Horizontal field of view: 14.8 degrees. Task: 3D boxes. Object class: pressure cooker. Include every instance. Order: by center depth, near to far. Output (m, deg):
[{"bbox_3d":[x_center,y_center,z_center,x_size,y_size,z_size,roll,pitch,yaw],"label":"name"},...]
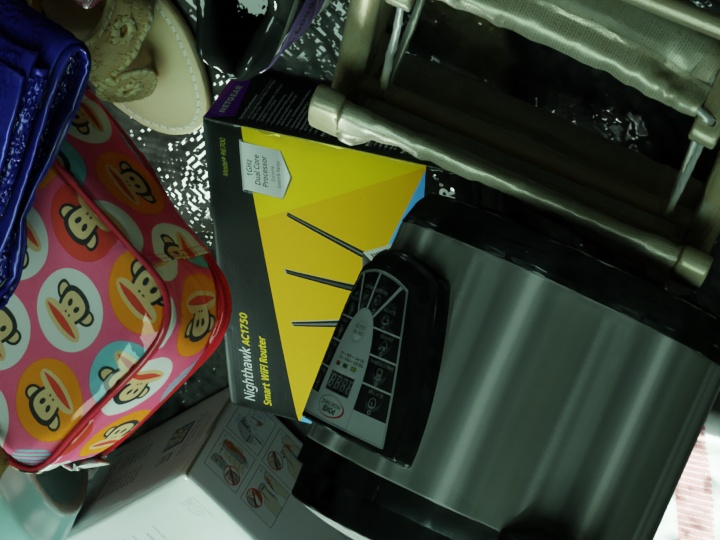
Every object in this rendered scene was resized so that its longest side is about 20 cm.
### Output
[{"bbox_3d":[0.065,0.084,1.297,0.178,0.201,0.176,24,179,21],"label":"pressure cooker"}]

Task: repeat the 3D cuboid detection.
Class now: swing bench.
[{"bbox_3d":[0.093,-0.099,1.263,0.198,0.130,0.201,23,134,5],"label":"swing bench"}]

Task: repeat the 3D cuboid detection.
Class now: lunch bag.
[{"bbox_3d":[-0.179,0.004,1.452,0.176,0.082,0.200,-45,72,25],"label":"lunch bag"}]

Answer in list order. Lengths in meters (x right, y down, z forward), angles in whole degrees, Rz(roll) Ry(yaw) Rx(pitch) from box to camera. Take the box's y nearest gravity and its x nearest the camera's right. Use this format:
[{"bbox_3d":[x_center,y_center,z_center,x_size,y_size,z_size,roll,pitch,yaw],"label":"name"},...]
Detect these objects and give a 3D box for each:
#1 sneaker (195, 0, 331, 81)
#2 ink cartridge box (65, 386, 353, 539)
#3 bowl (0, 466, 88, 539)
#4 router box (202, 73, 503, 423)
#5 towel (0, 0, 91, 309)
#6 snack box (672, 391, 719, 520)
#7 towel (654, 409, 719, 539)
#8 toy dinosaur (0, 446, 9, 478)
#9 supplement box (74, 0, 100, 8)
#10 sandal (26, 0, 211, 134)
[{"bbox_3d":[-0.044,-0.178,1.290,0.075,0.088,0.201,14,132,16],"label":"sneaker"},{"bbox_3d":[-0.072,0.186,1.624,0.200,0.084,0.175,47,134,-16],"label":"ink cartridge box"},{"bbox_3d":[-0.224,0.096,1.567,0.104,0.201,0.202,-16,122,14],"label":"bowl"},{"bbox_3d":[0.000,0.000,1.447,0.148,0.051,0.201,13,133,18],"label":"router box"},{"bbox_3d":[-0.226,-0.087,1.395,0.200,0.049,0.148,34,110,39],"label":"towel"},{"bbox_3d":[0.256,0.113,1.408,0.199,0.068,0.169,-15,120,39],"label":"snack box"},{"bbox_3d":[0.160,0.122,1.407,0.199,0.023,0.145,13,134,25],"label":"towel"},{"bbox_3d":[-0.250,0.042,1.442,0.101,0.058,0.201,-33,89,26],"label":"toy dinosaur"},{"bbox_3d":[-0.174,-0.212,1.289,0.200,0.109,0.061,40,106,-1],"label":"supplement box"},{"bbox_3d":[-0.148,-0.136,1.391,0.077,0.070,0.213,-5,126,30],"label":"sandal"}]
